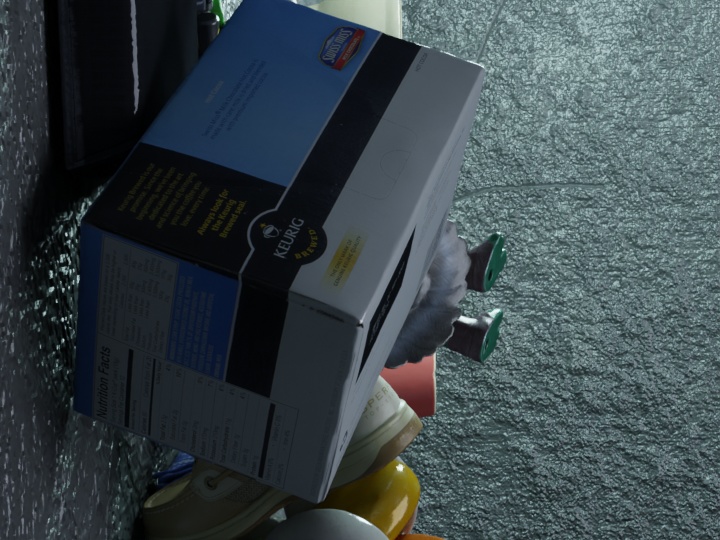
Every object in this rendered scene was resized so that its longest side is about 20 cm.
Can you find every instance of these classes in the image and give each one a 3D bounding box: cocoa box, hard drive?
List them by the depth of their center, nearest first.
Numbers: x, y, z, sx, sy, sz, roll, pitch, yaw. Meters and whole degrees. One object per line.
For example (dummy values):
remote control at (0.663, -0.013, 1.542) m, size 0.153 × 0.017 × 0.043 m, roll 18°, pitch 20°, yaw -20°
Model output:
cocoa box at (-0.038, -0.018, 0.726) m, size 0.200 × 0.131 × 0.133 m, roll -63°, pitch 170°, yaw -45°
hard drive at (-0.114, -0.117, 0.769) m, size 0.200 × 0.042 × 0.135 m, roll -69°, pitch 158°, yaw -83°

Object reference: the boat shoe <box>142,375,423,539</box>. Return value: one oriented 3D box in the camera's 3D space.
boat shoe at (-0.057, 0.099, 0.831) m, size 0.065 × 0.200 × 0.072 m, roll 56°, pitch 38°, yaw -9°

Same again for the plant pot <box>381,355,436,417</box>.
plant pot at (0.019, 0.137, 2.155) m, size 0.200 × 0.177 × 0.201 m, roll -1°, pitch 90°, yaw -88°

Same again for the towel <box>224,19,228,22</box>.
towel at (-0.098, -0.113, 1.207) m, size 0.200 × 0.036 × 0.149 m, roll 52°, pitch 38°, yaw -87°

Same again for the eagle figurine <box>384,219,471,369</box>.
eagle figurine at (-0.033, -0.004, 0.916) m, size 0.200 × 0.151 × 0.152 m, roll 0°, pitch 75°, yaw -69°

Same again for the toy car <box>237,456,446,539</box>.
toy car at (-0.025, 0.204, 0.879) m, size 0.150 × 0.200 × 0.175 m, roll 52°, pitch 15°, yaw -8°

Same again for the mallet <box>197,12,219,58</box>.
mallet at (-0.099, -0.080, 1.018) m, size 0.066 × 0.041 × 0.200 m, roll -91°, pitch -178°, yaw -67°

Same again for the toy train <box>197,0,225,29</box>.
toy train at (-0.106, -0.155, 1.027) m, size 0.056 × 0.042 × 0.200 m, roll -105°, pitch -170°, yaw -53°

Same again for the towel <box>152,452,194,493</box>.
towel at (-0.059, 0.091, 0.990) m, size 0.024 × 0.145 × 0.200 m, roll 62°, pitch 6°, yaw -6°

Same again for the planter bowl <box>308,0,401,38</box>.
planter bowl at (-0.009, -0.315, 2.119) m, size 0.200 × 0.135 × 0.200 m, roll 0°, pitch 90°, yaw -87°

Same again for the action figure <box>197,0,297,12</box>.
action figure at (-0.066, -0.198, 0.888) m, size 0.194 × 0.105 × 0.200 m, roll 51°, pitch -32°, yaw 35°

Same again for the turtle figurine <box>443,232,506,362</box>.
turtle figurine at (0.000, 0.000, 1.062) m, size 0.150 × 0.200 × 0.101 m, roll 78°, pitch 32°, yaw -54°
